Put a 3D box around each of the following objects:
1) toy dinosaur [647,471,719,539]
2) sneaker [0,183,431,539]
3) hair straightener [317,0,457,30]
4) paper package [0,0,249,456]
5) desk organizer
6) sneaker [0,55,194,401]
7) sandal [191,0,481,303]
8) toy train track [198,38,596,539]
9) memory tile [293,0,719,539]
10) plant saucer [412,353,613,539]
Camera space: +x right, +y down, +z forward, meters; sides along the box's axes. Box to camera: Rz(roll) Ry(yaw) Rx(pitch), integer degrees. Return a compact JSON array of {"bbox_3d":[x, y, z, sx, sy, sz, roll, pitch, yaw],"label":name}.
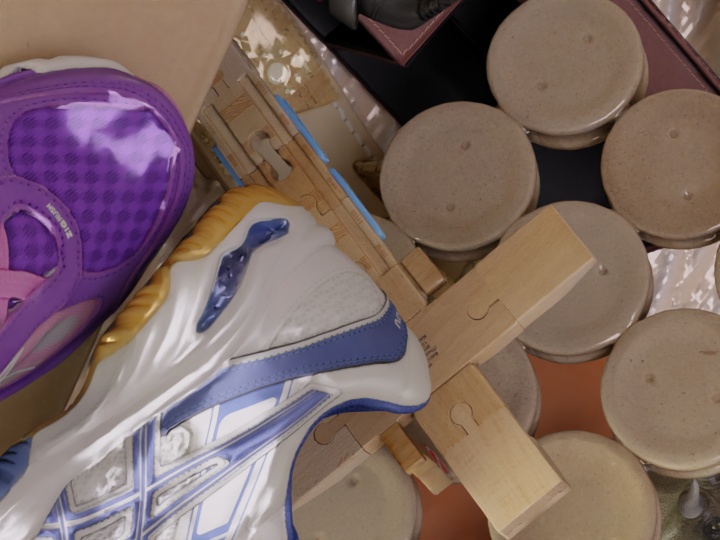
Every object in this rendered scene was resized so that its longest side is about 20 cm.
[{"bbox_3d":[0.076,0.120,0.791,0.102,0.077,0.200,39,117,-23],"label":"toy dinosaur"},{"bbox_3d":[-0.061,0.074,0.641,0.088,0.075,0.200,41,84,-5],"label":"sneaker"},{"bbox_3d":[-0.040,-0.138,0.708,0.200,0.041,0.077,30,85,11],"label":"hair straightener"},{"bbox_3d":[-0.161,-0.038,0.688,0.190,0.103,0.200,24,89,-26],"label":"paper package"},{"bbox_3d":[0.045,-0.079,0.796,0.077,0.072,0.200,-49,115,-8],"label":"desk organizer"},{"bbox_3d":[-0.119,0.019,0.612,0.200,0.088,0.081,-37,111,-16],"label":"sneaker"},{"bbox_3d":[0.010,-0.008,0.792,0.078,0.070,0.212,-45,115,-11],"label":"sandal"},{"bbox_3d":[0.000,0.000,0.716,0.115,0.200,0.033,-39,151,4],"label":"toy train track"},{"bbox_3d":[0.047,0.022,0.721,0.200,0.153,0.017,-45,158,-6],"label":"memory tile"},{"bbox_3d":[0.037,0.093,0.812,0.200,0.037,0.201,-13,126,-18],"label":"plant saucer"}]
